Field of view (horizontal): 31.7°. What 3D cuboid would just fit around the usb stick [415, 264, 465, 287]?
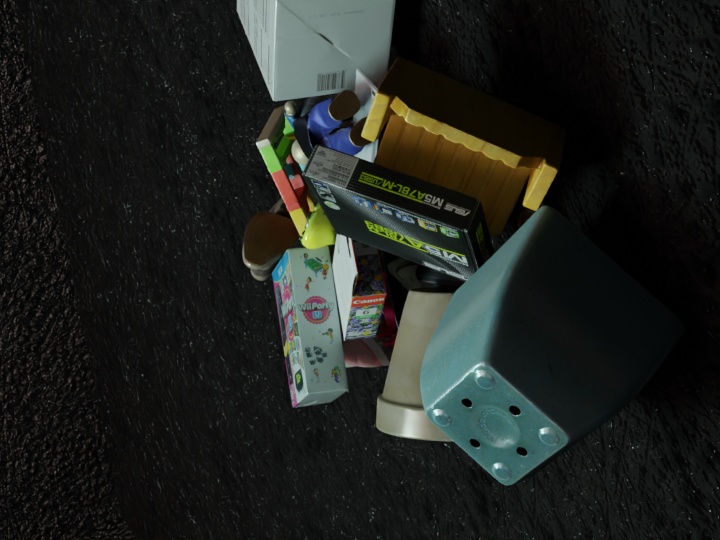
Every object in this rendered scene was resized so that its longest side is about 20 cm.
[{"bbox_3d":[0.133,0.004,1.595,0.200,0.055,0.033,-175,76,-65],"label":"usb stick"}]

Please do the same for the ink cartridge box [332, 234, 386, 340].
[{"bbox_3d":[0.000,0.000,1.644,0.200,0.050,0.110,102,160,-62],"label":"ink cartridge box"}]

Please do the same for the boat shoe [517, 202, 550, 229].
[{"bbox_3d":[0.212,0.025,1.428,0.075,0.074,0.203,-23,87,65],"label":"boat shoe"}]

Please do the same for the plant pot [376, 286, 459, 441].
[{"bbox_3d":[0.117,0.110,1.584,0.200,0.199,0.175,4,96,63],"label":"plant pot"}]

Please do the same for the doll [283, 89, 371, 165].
[{"bbox_3d":[-0.042,-0.160,1.575,0.137,0.048,0.200,52,159,-10],"label":"doll"}]

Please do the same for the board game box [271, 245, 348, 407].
[{"bbox_3d":[-0.072,0.081,1.781,0.148,0.064,0.201,132,131,-72],"label":"board game box"}]

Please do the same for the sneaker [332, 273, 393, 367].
[{"bbox_3d":[-0.027,0.077,1.852,0.201,0.104,0.076,61,-151,-44],"label":"sneaker"}]

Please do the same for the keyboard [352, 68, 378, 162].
[{"bbox_3d":[0.005,-0.155,1.568,0.201,0.011,0.056,95,151,-46],"label":"keyboard"}]

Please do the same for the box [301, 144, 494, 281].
[{"bbox_3d":[0.048,-0.059,1.434,0.199,0.048,0.193,21,164,16],"label":"box"}]

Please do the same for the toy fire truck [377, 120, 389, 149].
[{"bbox_3d":[0.086,-0.110,1.565,0.176,0.128,0.201,38,130,50],"label":"toy fire truck"}]

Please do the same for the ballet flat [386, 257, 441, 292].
[{"bbox_3d":[0.064,-0.029,1.703,0.072,0.072,0.202,30,134,54],"label":"ballet flat"}]

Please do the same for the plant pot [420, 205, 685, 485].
[{"bbox_3d":[0.172,0.099,1.292,0.196,0.200,0.196,41,136,-1],"label":"plant pot"}]

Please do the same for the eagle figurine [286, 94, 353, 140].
[{"bbox_3d":[-0.028,-0.189,1.743,0.152,0.150,0.200,-62,1,9],"label":"eagle figurine"}]

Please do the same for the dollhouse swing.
[{"bbox_3d":[0.093,-0.102,1.367,0.199,0.182,0.177,24,118,1],"label":"dollhouse swing"}]

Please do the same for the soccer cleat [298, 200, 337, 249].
[{"bbox_3d":[-0.019,-0.062,1.734,0.083,0.200,0.065,32,110,12],"label":"soccer cleat"}]

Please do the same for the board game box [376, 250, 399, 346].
[{"bbox_3d":[0.032,0.057,1.780,0.158,0.039,0.201,-92,-12,-74],"label":"board game box"}]

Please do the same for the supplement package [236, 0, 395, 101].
[{"bbox_3d":[-0.060,-0.338,1.585,0.151,0.151,0.201,96,158,-45],"label":"supplement package"}]

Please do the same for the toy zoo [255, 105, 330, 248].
[{"bbox_3d":[-0.084,-0.119,1.782,0.131,0.020,0.201,-72,-39,-62],"label":"toy zoo"}]

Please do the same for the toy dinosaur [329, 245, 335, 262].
[{"bbox_3d":[-0.035,-0.024,1.931,0.102,0.077,0.201,30,130,38],"label":"toy dinosaur"}]

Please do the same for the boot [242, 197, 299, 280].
[{"bbox_3d":[-0.132,-0.034,1.846,0.070,0.200,0.146,31,139,2],"label":"boot"}]
